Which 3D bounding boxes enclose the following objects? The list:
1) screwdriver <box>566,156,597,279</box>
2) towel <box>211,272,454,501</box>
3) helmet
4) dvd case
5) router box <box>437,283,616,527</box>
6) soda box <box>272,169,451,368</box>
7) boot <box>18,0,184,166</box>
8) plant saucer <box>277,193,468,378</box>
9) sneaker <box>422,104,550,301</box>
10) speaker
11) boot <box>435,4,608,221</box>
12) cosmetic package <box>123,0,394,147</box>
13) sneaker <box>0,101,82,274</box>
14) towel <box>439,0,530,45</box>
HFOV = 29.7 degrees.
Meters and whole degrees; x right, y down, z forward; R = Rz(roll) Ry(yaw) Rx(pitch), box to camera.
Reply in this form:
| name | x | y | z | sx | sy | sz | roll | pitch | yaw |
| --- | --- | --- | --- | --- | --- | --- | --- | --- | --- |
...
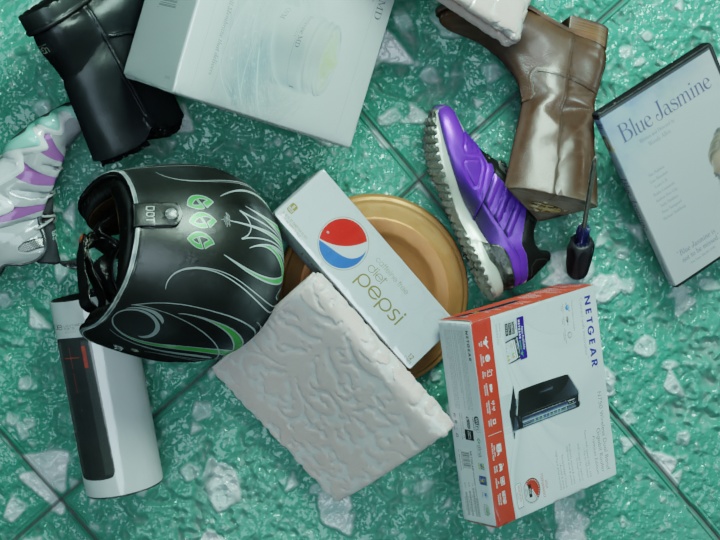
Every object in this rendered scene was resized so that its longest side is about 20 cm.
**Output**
| name | x | y | z | sx | sy | sz | roll | pitch | yaw |
| --- | --- | --- | --- | --- | --- | --- | --- | --- | --- |
| screwdriver | 0.221 | -0.053 | 1.315 | 0.029 | 0.201 | 0.028 | -32 | 62 | -21 |
| towel | -0.030 | 0.120 | 1.345 | 0.200 | 0.032 | 0.191 | 47 | 132 | -4 |
| helmet | -0.164 | -0.006 | 1.282 | 0.189 | 0.199 | 0.202 | 11 | 97 | -35 |
| dvd case | 0.328 | -0.104 | 1.353 | 0.142 | 0.018 | 0.201 | -32 | 107 | -10 |
| router box | 0.167 | 0.127 | 1.341 | 0.178 | 0.049 | 0.203 | -15 | 100 | -38 |
| soda box | 0.000 | 0.000 | 1.325 | 0.068 | 0.064 | 0.200 | -42 | 96 | -10 |
| boot | -0.218 | -0.217 | 1.324 | 0.200 | 0.076 | 0.169 | -43 | 118 | -32 |
| plant saucer | 0.013 | 0.024 | 1.383 | 0.197 | 0.037 | 0.203 | 0 | 95 | -1 |
| sneaker | 0.133 | -0.080 | 1.364 | 0.099 | 0.070 | 0.202 | -23 | 99 | -6 |
| speaker | -0.254 | 0.119 | 1.360 | 0.080 | 0.081 | 0.203 | -9 | 96 | 0 |
| boot | 0.152 | -0.156 | 1.329 | 0.184 | 0.064 | 0.203 | 9 | 81 | -4 |
| cosmetic package | -0.086 | -0.243 | 1.271 | 0.198 | 0.123 | 0.202 | 13 | 97 | -35 |
| sneaker | -0.317 | -0.064 | 1.355 | 0.199 | 0.078 | 0.140 | -39 | 104 | 4 |
| towel | 0.094 | -0.338 | 1.273 | 0.190 | 0.032 | 0.202 | 27 | 66 | -24 |
